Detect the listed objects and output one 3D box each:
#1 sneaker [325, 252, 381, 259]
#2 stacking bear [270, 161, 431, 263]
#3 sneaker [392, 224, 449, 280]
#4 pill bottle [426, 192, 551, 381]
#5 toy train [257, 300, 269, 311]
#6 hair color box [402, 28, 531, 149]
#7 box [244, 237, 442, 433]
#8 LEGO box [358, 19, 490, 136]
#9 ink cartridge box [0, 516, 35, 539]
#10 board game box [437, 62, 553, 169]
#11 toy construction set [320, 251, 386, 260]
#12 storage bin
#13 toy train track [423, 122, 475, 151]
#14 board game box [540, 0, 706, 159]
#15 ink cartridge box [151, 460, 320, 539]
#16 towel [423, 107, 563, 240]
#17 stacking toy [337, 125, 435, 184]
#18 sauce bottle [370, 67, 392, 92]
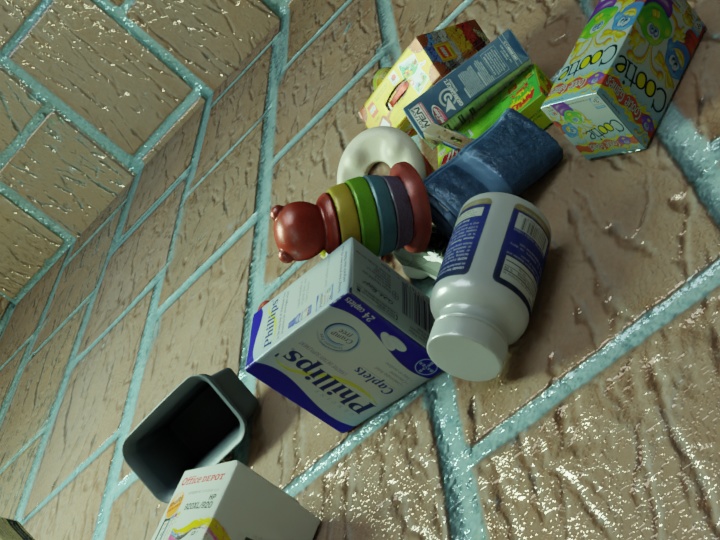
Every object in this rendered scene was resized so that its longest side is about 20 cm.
[{"bbox_3d":[0.000,0.000,1.379,0.079,0.204,0.089,8,29,15],"label":"sneaker"},{"bbox_3d":[-0.017,-0.064,1.241,0.196,0.124,0.114,-13,5,-13],"label":"stacking bear"},{"bbox_3d":[0.100,-0.029,1.331,0.075,0.079,0.199,-56,25,-18],"label":"sneaker"},{"bbox_3d":[0.147,0.020,1.125,0.119,0.119,0.202,-21,37,48],"label":"pill bottle"},{"bbox_3d":[-0.094,0.099,1.500,0.199,0.084,0.118,-21,48,49],"label":"toy train"},{"bbox_3d":[0.167,-0.275,1.470,0.199,0.061,0.100,-36,-11,10],"label":"hair color box"},{"bbox_3d":[-0.017,0.090,1.236,0.199,0.183,0.106,-36,31,30],"label":"box"},{"bbox_3d":[0.109,-0.302,1.565,0.148,0.078,0.200,-26,-13,-38],"label":"LEGO box"},{"bbox_3d":[-0.567,0.497,1.466,0.164,0.074,0.203,10,79,54],"label":"ink cartridge box"},{"bbox_3d":[0.203,-0.209,1.437,0.199,0.047,0.102,-39,27,26],"label":"board game box"},{"bbox_3d":[0.018,-0.075,1.539,0.202,0.091,0.131,-58,22,11],"label":"toy construction set"},{"bbox_3d":[-0.247,0.251,1.506,0.200,0.146,0.134,-43,-3,17],"label":"storage bin"},{"bbox_3d":[0.173,-0.163,1.371,0.199,0.033,0.115,30,68,36],"label":"toy train track"},{"bbox_3d":[0.331,-0.256,1.208,0.104,0.103,0.202,-4,51,59],"label":"board game box"},{"bbox_3d":[-0.173,0.362,1.179,0.146,0.144,0.202,-21,37,49],"label":"ink cartridge box"},{"bbox_3d":[0.169,-0.130,1.290,0.199,0.049,0.112,-38,50,-11],"label":"towel"},{"bbox_3d":[0.069,-0.132,1.427,0.146,0.148,0.199,-38,-17,26],"label":"stacking toy"},{"bbox_3d":[0.082,-0.360,1.848,0.065,0.065,0.199,-53,24,-6],"label":"sauce bottle"}]
